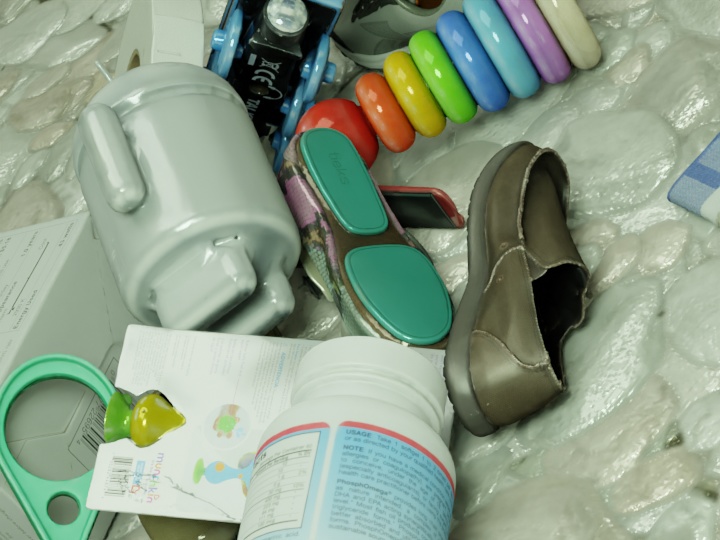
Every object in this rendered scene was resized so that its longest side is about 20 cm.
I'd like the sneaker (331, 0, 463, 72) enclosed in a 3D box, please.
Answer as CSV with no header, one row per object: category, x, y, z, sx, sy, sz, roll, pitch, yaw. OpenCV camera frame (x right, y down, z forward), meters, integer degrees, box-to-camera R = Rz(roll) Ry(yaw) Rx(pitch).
sneaker,0.037,-0.180,1.717,0.074,0.079,0.200,-52,32,-18

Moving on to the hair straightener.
hair straightener,-0.026,-0.023,1.612,0.199,0.041,0.077,11,57,45

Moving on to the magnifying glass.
magnifying glass,-0.171,0.146,1.470,0.079,0.022,0.202,-3,74,-9

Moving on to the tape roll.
tape roll,-0.141,-0.093,1.710,0.203,0.037,0.205,-172,90,-77

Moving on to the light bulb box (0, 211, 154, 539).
light bulb box,-0.241,0.087,1.621,0.199,0.125,0.199,-11,41,39

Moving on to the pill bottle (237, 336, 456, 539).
pill bottle,-0.009,0.137,1.309,0.108,0.109,0.201,-17,43,31

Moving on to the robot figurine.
robot figurine,-0.107,-0.044,1.533,0.113,0.169,0.201,-34,55,15

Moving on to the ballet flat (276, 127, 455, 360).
ballet flat,0.000,0.000,1.519,0.201,0.069,0.071,60,141,39

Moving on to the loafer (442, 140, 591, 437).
loafer,0.100,0.008,1.429,0.070,0.073,0.201,-10,47,25

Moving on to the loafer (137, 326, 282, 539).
loafer,-0.093,0.084,1.524,0.076,0.068,0.201,-23,35,24

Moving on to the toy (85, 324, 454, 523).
toy,-0.046,0.097,1.435,0.198,0.047,0.116,6,63,11

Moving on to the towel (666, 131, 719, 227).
towel,0.266,-0.062,1.379,0.147,0.024,0.200,-46,30,-7

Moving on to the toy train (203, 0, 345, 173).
toy train,-0.062,-0.148,1.699,0.200,0.086,0.115,118,166,-63

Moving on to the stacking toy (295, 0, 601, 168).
stacking toy,0.049,-0.117,1.605,0.199,0.086,0.086,-32,32,6
